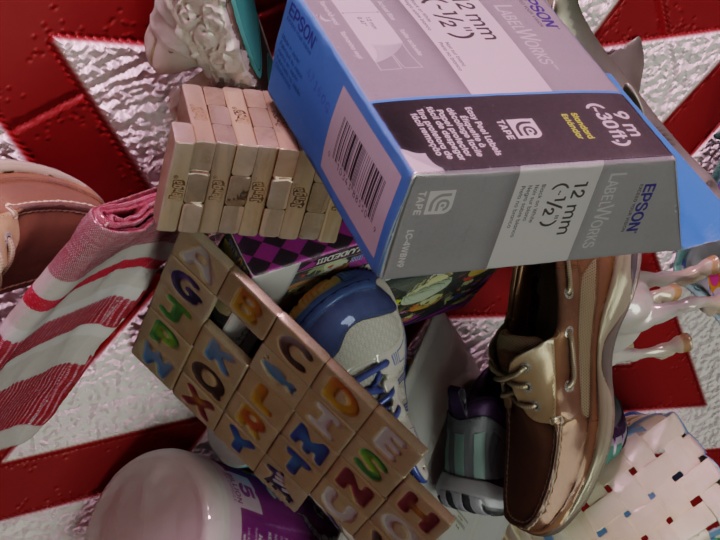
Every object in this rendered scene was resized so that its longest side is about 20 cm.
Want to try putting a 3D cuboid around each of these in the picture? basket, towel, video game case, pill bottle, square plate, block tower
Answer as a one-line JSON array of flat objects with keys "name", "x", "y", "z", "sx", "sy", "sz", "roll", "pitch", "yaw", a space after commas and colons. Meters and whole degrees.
[{"name": "basket", "x": 0.180, "y": 0.191, "z": 1.259, "sx": 0.176, "sy": 0.139, "sz": 0.200, "roll": -33, "pitch": 173, "yaw": -11}, {"name": "towel", "x": -0.157, "y": 0.036, "z": 0.885, "sx": 0.200, "sy": 0.023, "sz": 0.144, "roll": -49, "pitch": 173, "yaw": 19}, {"name": "video game case", "x": 0.000, "y": 0.000, "z": 0.973, "sx": 0.200, "sy": 0.036, "sz": 0.181, "roll": -17, "pitch": 163, "yaw": -25}, {"name": "pill bottle", "x": -0.066, "y": 0.186, "z": 1.080, "sx": 0.112, "sy": 0.112, "sz": 0.200, "roll": -51, "pitch": 138, "yaw": 10}, {"name": "square plate", "x": 0.054, "y": 0.156, "z": 1.124, "sx": 0.198, "sy": 0.028, "sz": 0.200, "roll": -66, "pitch": 148, "yaw": -22}, {"name": "block tower", "x": -0.001, "y": -0.049, "z": 0.851, "sx": 0.200, "sy": 0.058, "sz": 0.054, "roll": 3, "pitch": 126, "yaw": -17}]

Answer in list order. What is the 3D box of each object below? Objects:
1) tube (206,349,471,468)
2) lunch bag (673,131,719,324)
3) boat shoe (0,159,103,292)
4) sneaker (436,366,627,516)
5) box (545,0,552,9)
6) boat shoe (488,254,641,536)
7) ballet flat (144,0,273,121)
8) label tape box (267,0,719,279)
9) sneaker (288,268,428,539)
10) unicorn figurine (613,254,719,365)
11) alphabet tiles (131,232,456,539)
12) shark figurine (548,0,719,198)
[{"name": "tube", "x": -0.007, "y": 0.090, "z": 1.093, "sx": 0.200, "sy": 0.050, "sz": 0.078, "roll": -1, "pitch": 124, "yaw": -46}, {"name": "lunch bag", "x": 0.324, "y": -0.055, "z": 1.163, "sx": 0.170, "sy": 0.122, "sz": 0.200, "roll": -16, "pitch": 137, "yaw": -25}, {"name": "boat shoe", "x": -0.204, "y": -0.003, "z": 0.833, "sx": 0.200, "sy": 0.072, "sz": 0.076, "roll": -11, "pitch": 131, "yaw": -40}, {"name": "sneaker", "x": 0.118, "y": 0.088, "z": 1.115, "sx": 0.200, "sy": 0.074, "sz": 0.088, "roll": -23, "pitch": 114, "yaw": -56}, {"name": "box", "x": 0.027, "y": -0.161, "z": 0.876, "sx": 0.078, "sy": 0.095, "sz": 0.200, "roll": -40, "pitch": 139, "yaw": -1}, {"name": "boat shoe", "x": 0.107, "y": 0.055, "z": 1.014, "sx": 0.072, "sy": 0.076, "sz": 0.200, "roll": 11, "pitch": 86, "yaw": -31}, {"name": "ballet flat", "x": -0.072, "y": -0.100, "z": 0.876, "sx": 0.072, "sy": 0.072, "sz": 0.200, "roll": -33, "pitch": 137, "yaw": -10}, {"name": "label tape box", "x": 0.075, "y": -0.071, "z": 0.808, "sx": 0.200, "sy": 0.143, "sz": 0.066, "roll": -7, "pitch": 133, "yaw": -25}, {"name": "sneaker", "x": 0.008, "y": 0.083, "z": 0.946, "sx": 0.075, "sy": 0.088, "sz": 0.200, "roll": -26, "pitch": 143, "yaw": -16}, {"name": "unicorn figurine", "x": 0.168, "y": 0.022, "z": 1.127, "sx": 0.137, "sy": 0.074, "sz": 0.200, "roll": -8, "pitch": 142, "yaw": -16}, {"name": "alphabet tiles", "x": -0.038, "y": 0.079, "z": 0.915, "sx": 0.008, "sy": 0.200, "sz": 0.167, "roll": -42, "pitch": 172, "yaw": -30}, {"name": "shark figurine", "x": 0.148, "y": -0.130, "z": 1.023, "sx": 0.090, "sy": 0.128, "sz": 0.215, "roll": -46, "pitch": 126, "yaw": -34}]
